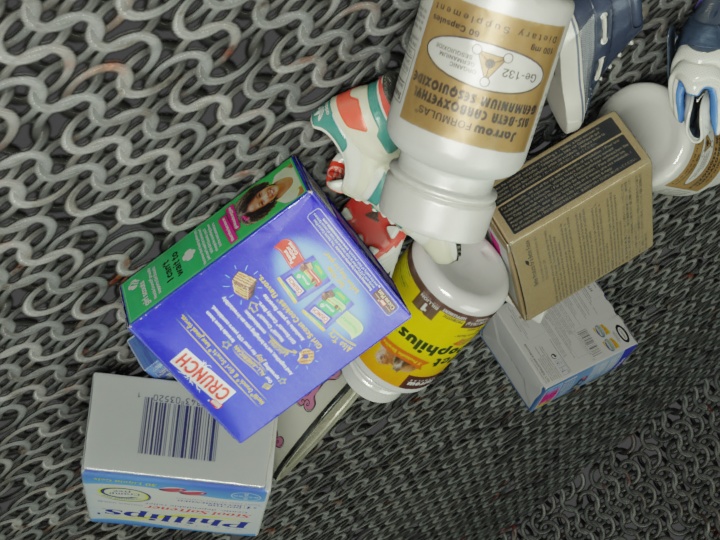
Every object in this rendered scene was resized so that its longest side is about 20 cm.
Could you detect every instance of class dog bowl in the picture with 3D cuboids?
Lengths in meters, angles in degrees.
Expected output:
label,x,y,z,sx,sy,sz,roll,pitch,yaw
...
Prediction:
label,x,y,z,sx,sy,sz,roll,pitch,yaw
dog bowl,-0.053,0.137,1.605,0.200,0.074,0.200,-47,173,-8

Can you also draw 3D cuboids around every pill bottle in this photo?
label,x,y,z,sx,sy,sz,roll,pitch,yaw
pill bottle,0.349,-0.142,1.596,0.114,0.115,0.199,-43,157,25
pill bottle,0.057,0.049,1.450,0.109,0.110,0.200,-14,153,-41
pill bottle,0.083,-0.131,1.110,0.114,0.114,0.202,-7,120,-49

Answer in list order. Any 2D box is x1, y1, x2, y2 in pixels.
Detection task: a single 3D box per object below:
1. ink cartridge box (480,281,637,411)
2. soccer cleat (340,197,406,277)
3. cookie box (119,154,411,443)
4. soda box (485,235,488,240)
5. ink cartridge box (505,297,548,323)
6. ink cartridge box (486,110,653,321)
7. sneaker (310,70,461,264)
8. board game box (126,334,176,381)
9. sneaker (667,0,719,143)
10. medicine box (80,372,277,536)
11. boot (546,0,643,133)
label,x,y,z,sx,sy,sz,roll,pitch,yaw
ink cartridge box,0.285,0.088,1.972,0.199,0.137,0.077,-23,159,-24
soccer cleat,0.000,0.000,1.388,0.085,0.068,0.202,30,80,-78
cookie box,-0.085,0.028,1.275,0.199,0.075,0.171,-36,122,5
soda box,0.116,-0.037,1.551,0.063,0.069,0.201,-18,154,-35
ink cartridge box,0.216,-0.021,1.633,0.200,0.068,0.116,-52,165,-18
ink cartridge box,0.211,-0.051,1.453,0.164,0.075,0.200,-29,154,-2
sneaker,0.023,-0.080,1.245,0.092,0.071,0.201,-14,131,17
board game box,-0.109,0.058,1.440,0.199,0.044,0.199,-35,156,0
sneaker,0.357,-0.182,1.474,0.148,0.080,0.200,-66,156,-20
medicine box,-0.180,0.188,1.430,0.180,0.104,0.200,6,156,-5
boot,0.217,-0.200,1.328,0.090,0.073,0.200,-23,158,-2
